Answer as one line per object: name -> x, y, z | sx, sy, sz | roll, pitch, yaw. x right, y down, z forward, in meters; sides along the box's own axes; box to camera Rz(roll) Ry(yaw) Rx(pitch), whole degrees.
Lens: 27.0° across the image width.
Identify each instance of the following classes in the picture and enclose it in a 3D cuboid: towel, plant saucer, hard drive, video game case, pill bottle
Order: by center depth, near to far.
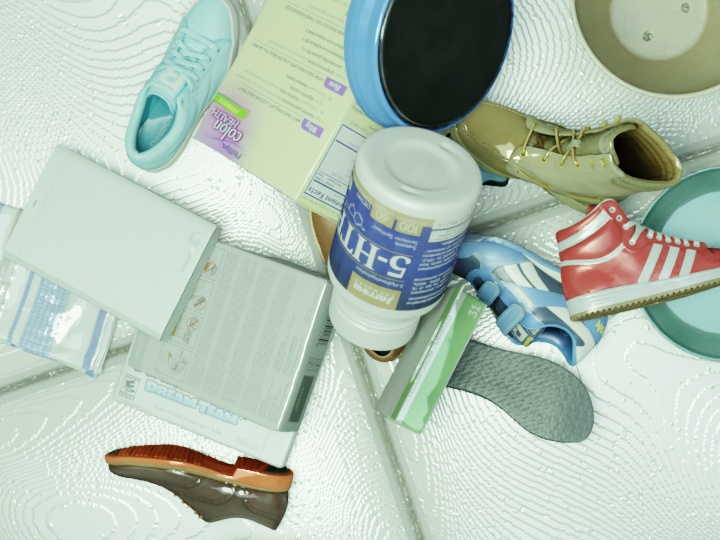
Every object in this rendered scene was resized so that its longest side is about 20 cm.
pill bottle -> 0.034, -0.024, 1.417 | 0.119, 0.120, 0.200 | 19, 131, 3
plant saucer -> 0.376, -0.007, 1.537 | 0.199, 0.036, 0.201 | 0, 92, 4
hard drive -> -0.259, -0.030, 1.555 | 0.199, 0.026, 0.132 | 27, 90, 14
video game case -> -0.141, 0.087, 1.579 | 0.199, 0.024, 0.183 | 21, 94, 8
towel -> -0.348, 0.016, 1.599 | 0.199, 0.024, 0.147 | 19, 93, 4

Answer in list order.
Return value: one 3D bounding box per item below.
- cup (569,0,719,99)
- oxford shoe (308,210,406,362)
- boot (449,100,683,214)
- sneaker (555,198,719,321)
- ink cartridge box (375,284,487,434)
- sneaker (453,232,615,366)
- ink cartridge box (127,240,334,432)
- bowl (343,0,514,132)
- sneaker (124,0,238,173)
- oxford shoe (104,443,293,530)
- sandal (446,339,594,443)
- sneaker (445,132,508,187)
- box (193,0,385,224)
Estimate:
cup -> 0.301, -0.264, 1.479 | 0.199, 0.143, 0.201 | 0, 92, 4
oxford shoe -> 0.000, 0.000, 1.550 | 0.071, 0.071, 0.201 | -24, 88, 7
boot -> 0.199, -0.121, 1.461 | 0.199, 0.155, 0.073 | 28, 75, -16
sneaker -> 0.291, -0.025, 1.490 | 0.199, 0.071, 0.113 | -13, 79, -8
ink cartridge box -> 0.072, 0.086, 1.453 | 0.048, 0.200, 0.146 | 27, 86, -5
sneaker -> 0.160, 0.027, 1.524 | 0.199, 0.074, 0.082 | 26, 73, 3
ink cartridge box -> -0.128, 0.058, 1.550 | 0.199, 0.057, 0.163 | 20, 93, 31
bowl -> 0.070, -0.225, 1.405 | 0.039, 0.200, 0.201 | 25, 95, 41
sneaker -> -0.184, -0.193, 1.549 | 0.074, 0.082, 0.201 | 22, 94, 2
oxford shoe -> -0.174, 0.228, 1.572 | 0.199, 0.071, 0.073 | 10, 98, 4
sandal -> 0.154, 0.115, 1.561 | 0.200, 0.043, 0.076 | 26, 87, 13
sneaker -> 0.072, -0.069, 1.524 | 0.200, 0.078, 0.090 | -34, 100, -11
box -> -0.040, -0.172, 1.490 | 0.176, 0.097, 0.201 | 32, 94, 41
